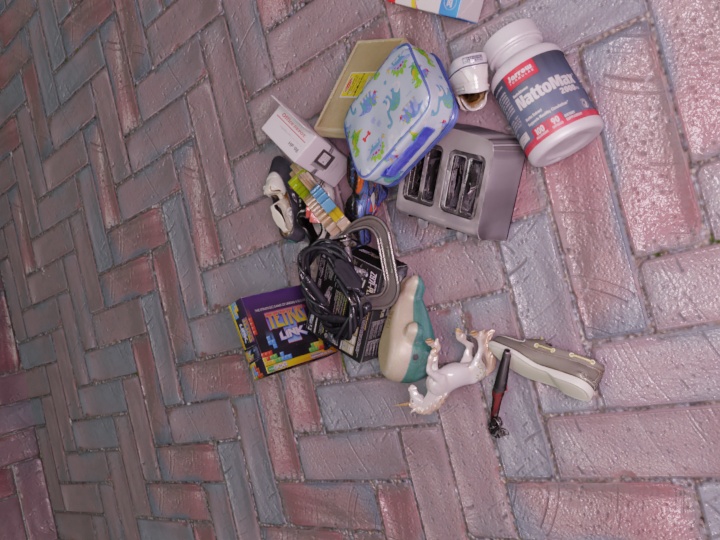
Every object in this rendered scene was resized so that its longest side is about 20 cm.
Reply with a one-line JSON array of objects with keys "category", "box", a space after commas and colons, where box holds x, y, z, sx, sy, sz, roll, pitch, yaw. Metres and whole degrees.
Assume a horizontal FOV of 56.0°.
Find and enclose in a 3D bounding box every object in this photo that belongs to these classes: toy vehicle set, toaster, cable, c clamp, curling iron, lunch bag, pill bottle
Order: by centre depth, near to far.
[{"category": "pill bottle", "box": [0.268, -0.272, 1.028, 0.119, 0.119, 0.201, -36, 73, 40]}, {"category": "lunch bag", "box": [0.061, -0.242, 1.087, 0.200, 0.082, 0.162, -46, 48, 38]}, {"category": "toaster", "box": [0.172, -0.158, 1.137, 0.180, 0.118, 0.201, 23, 112, 36]}, {"category": "curling iron", "box": [0.244, 0.211, 1.159, 0.050, 0.025, 0.201, -129, 32, -50]}, {"category": "toy vehicle set", "box": [0.003, -0.336, 1.248, 0.124, 0.026, 0.201, 15, 76, 44]}, {"category": "c clamp", "box": [0.000, 0.000, 1.265, 0.170, 0.027, 0.202, -2, 96, 41]}, {"category": "cable", "box": [-0.056, 0.035, 1.288, 0.200, 0.051, 0.164, 49, 139, 26]}]

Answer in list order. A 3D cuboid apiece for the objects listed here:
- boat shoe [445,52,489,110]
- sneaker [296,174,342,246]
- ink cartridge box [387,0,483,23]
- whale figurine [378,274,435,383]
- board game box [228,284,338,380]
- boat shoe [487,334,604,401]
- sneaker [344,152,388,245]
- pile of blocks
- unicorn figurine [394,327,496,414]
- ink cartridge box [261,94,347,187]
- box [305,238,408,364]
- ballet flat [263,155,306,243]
[{"category": "boat shoe", "box": [0.172, -0.288, 1.082, 0.070, 0.200, 0.070, -12, 93, 0]}, {"category": "sneaker", "box": [-0.098, -0.134, 1.407, 0.076, 0.087, 0.201, -36, 72, 41]}, {"category": "ink cartridge box", "box": [0.120, -0.504, 1.159, 0.199, 0.067, 0.117, 29, 116, 36]}, {"category": "whale figurine", "box": [0.100, 0.112, 1.271, 0.159, 0.103, 0.201, 156, 126, -78]}, {"category": "board game box", "box": [-0.159, 0.124, 1.429, 0.057, 0.199, 0.166, -29, 78, 43]}, {"category": "boat shoe", "box": [0.301, 0.147, 1.111, 0.201, 0.072, 0.060, 22, 67, 45]}, {"category": "sneaker", "box": [0.018, -0.136, 1.312, 0.075, 0.078, 0.201, -122, 29, -49]}, {"category": "pile of blocks", "box": [-0.096, -0.139, 1.331, 0.062, 0.082, 0.200, -41, 61, 3]}, {"category": "unicorn figurine", "box": [0.150, 0.179, 1.183, 0.074, 0.199, 0.138, -104, 3, -69]}, {"category": "ink cartridge box", "box": [-0.111, -0.248, 1.316, 0.067, 0.200, 0.116, -48, 63, 9]}, {"category": "box", "box": [-0.010, 0.056, 1.359, 0.163, 0.086, 0.201, 26, 113, 36]}, {"category": "ballet flat", "box": [-0.172, -0.157, 1.482, 0.073, 0.073, 0.201, -21, 83, 42]}]
